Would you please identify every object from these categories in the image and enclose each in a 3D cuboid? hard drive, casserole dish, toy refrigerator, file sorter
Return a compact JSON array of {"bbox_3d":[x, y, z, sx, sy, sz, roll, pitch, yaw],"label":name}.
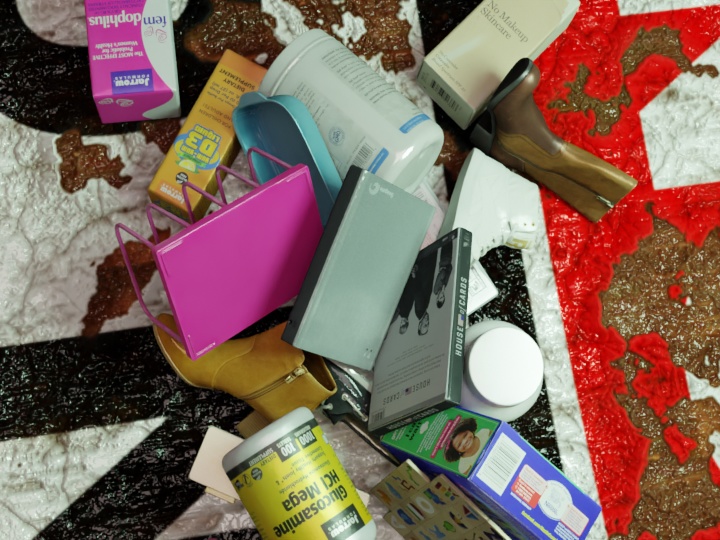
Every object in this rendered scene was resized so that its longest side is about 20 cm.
[{"bbox_3d":[0.000,0.000,1.280,0.033,0.139,0.203,22,90,41],"label":"hard drive"},{"bbox_3d":[-0.075,-0.121,1.335,0.039,0.120,0.202,-40,114,-34],"label":"casserole dish"},{"bbox_3d":[-0.093,0.249,1.318,0.197,0.076,0.071,24,78,-1],"label":"toy refrigerator"},{"bbox_3d":[-0.155,-0.028,1.296,0.199,0.125,0.141,-32,127,-26],"label":"file sorter"}]

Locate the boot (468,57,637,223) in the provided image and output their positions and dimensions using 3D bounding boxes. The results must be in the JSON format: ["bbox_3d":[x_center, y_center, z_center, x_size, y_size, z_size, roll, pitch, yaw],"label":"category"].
[{"bbox_3d":[0.235,-0.145,1.368,0.198,0.189,0.069,34,60,4],"label":"boot"}]

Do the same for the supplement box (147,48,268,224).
[{"bbox_3d":[-0.178,-0.158,1.392,0.066,0.069,0.202,26,80,2],"label":"supplement box"}]

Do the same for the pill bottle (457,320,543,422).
[{"bbox_3d":[0.142,0.118,1.301,0.109,0.200,0.114,1,79,-5],"label":"pill bottle"}]

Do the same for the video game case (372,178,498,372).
[{"bbox_3d":[0.041,-0.006,1.406,0.181,0.024,0.202,-32,85,-10],"label":"video game case"}]

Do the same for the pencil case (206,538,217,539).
[{"bbox_3d":[-0.153,0.404,1.278,0.093,0.091,0.202,-25,79,-45],"label":"pencil case"}]

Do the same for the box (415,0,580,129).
[{"bbox_3d":[0.170,-0.283,1.442,0.095,0.078,0.200,43,79,4],"label":"box"}]

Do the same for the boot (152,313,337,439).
[{"bbox_3d":[-0.128,0.092,1.314,0.144,0.071,0.202,-40,95,28],"label":"boot"}]

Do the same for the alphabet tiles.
[{"bbox_3d":[0.090,0.282,1.269,0.166,0.200,0.006,43,61,4],"label":"alphabet tiles"}]

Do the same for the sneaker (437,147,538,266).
[{"bbox_3d":[0.155,-0.041,1.381,0.114,0.074,0.203,25,63,-7],"label":"sneaker"}]

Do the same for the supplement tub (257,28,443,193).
[{"bbox_3d":[-0.012,-0.173,1.365,0.200,0.132,0.132,42,78,13],"label":"supplement tub"}]

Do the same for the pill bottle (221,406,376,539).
[{"bbox_3d":[-0.053,0.257,1.225,0.111,0.113,0.202,-30,84,-10],"label":"pill bottle"}]

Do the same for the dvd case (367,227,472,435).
[{"bbox_3d":[0.066,0.069,1.286,0.024,0.150,0.203,21,60,-27],"label":"dvd case"}]

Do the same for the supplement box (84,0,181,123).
[{"bbox_3d":[-0.275,-0.290,1.390,0.099,0.103,0.204,-6,82,-7],"label":"supplement box"}]

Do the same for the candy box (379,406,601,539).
[{"bbox_3d":[0.136,0.221,1.258,0.169,0.199,0.078,42,74,-23],"label":"candy box"}]

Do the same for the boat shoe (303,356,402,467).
[{"bbox_3d":[-0.014,0.154,1.344,0.198,0.076,0.061,33,72,2],"label":"boat shoe"}]
